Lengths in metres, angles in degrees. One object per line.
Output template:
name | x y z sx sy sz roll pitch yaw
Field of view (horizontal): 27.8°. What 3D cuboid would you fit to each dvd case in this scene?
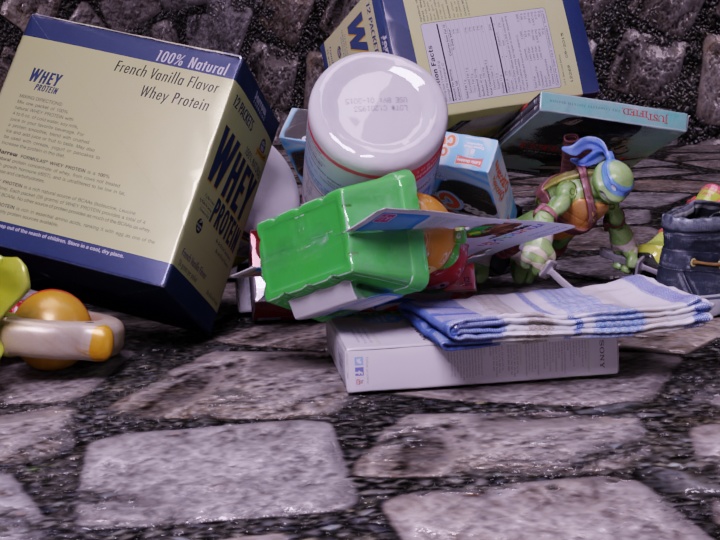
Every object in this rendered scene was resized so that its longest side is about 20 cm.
dvd case | 0.206 -0.123 1.391 0.145 0.022 0.200 7 -11 -12

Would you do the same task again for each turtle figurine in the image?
turtle figurine | 0.191 -0.009 1.350 0.144 0.201 0.193 -37 7 -35

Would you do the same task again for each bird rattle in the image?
bird rattle | -0.266 0.050 1.131 0.161 0.114 0.200 8 -6 -9

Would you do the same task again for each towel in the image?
towel | 0.138 0.028 1.053 0.198 0.024 0.147 -5 8 -10

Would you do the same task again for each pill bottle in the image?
pill bottle | 0.007 -0.078 1.182 0.108 0.110 0.200 -3 -27 -6
pill bottle | -0.159 -0.043 1.383 0.199 0.110 0.109 -29 -9 35

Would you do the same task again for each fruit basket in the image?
fruit basket | 0.031 -0.009 1.093 0.199 0.095 0.185 9 -19 -40

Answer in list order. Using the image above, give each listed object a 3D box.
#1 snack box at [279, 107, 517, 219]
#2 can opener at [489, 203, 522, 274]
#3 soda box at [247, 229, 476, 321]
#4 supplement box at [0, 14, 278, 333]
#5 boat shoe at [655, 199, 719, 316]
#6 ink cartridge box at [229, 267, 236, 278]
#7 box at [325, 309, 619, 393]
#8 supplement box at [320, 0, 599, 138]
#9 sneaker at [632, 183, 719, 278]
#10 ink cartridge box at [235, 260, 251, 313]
snack box | 0.036 -0.086 1.306 0.198 0.037 0.116 11 -26 22
can opener | 0.098 -0.025 1.474 0.063 0.079 0.199 12 16 34
soda box | 0.000 0.000 1.295 0.198 0.071 0.063 -3 -18 -7
supplement box | -0.201 -0.080 1.222 0.198 0.201 0.134 13 -16 14
boat shoe | 0.341 -0.017 1.279 0.199 0.092 0.071 -10 18 -34
ink cartridge box | -0.190 -0.040 1.610 0.198 0.087 0.146 -4 8 1
box | 0.079 0.053 1.090 0.198 0.037 0.144 -3 9 -7
supplement box | 0.091 -0.197 1.418 0.198 0.136 0.200 -10 -7 -19
sneaker | 0.337 -0.040 1.451 0.199 0.091 0.078 -13 15 -43
ink cartridge box | -0.024 0.003 1.429 0.198 0.044 0.198 -2 7 -5
